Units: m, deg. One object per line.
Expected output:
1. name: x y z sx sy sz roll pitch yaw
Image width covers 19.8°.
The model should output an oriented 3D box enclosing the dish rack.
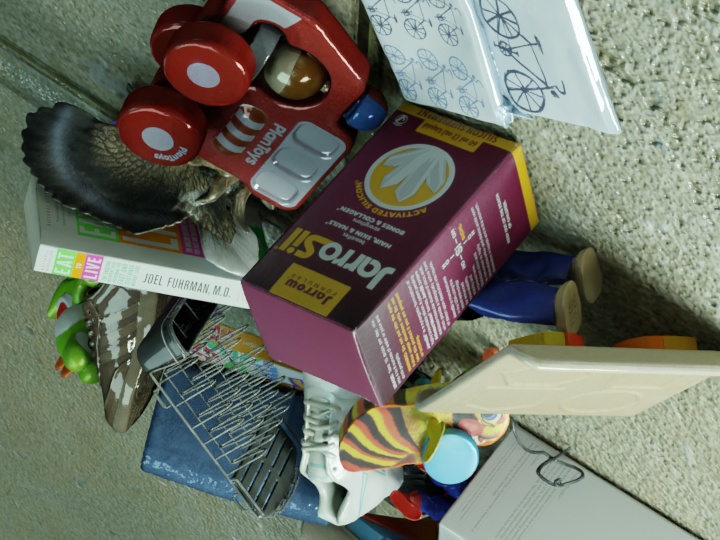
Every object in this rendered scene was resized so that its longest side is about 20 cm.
1. dish rack: -0.105 0.105 1.735 0.054 0.154 0.200 -29 104 23

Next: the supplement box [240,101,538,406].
1. supplement box: 0.023 -0.014 1.473 0.110 0.200 0.086 23 148 34

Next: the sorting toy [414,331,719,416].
1. sorting toy: 0.158 0.076 1.518 0.184 0.037 0.200 3 166 -21

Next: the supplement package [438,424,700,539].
1. supplement package: 0.179 0.251 1.762 0.200 0.121 0.120 32 153 20

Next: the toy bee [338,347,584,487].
1. toy bee: 0.081 0.114 1.717 0.131 0.199 0.109 -136 44 -61

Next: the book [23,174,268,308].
1. book: -0.176 -0.023 1.716 0.199 0.134 0.048 10 117 -18

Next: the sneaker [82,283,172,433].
1. sneaker: -0.211 0.047 1.834 0.075 0.070 0.201 22 117 13

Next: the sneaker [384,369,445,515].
1. sneaker: 0.047 0.156 1.849 0.082 0.073 0.200 16 145 38

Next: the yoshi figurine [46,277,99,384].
1. yoshi figurine: -0.234 0.026 1.942 0.112 0.200 0.112 9 123 -10

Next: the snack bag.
1. snack bag: 0.075 -0.169 1.371 0.199 0.021 0.189 18 145 39

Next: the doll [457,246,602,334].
1. doll: 0.072 0.012 1.532 0.199 0.137 0.049 4 130 30

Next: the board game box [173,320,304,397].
1. board game box: -0.078 0.094 1.896 0.199 0.030 0.096 16 156 -7

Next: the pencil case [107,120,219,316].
1. pencil case: -0.190 -0.039 1.855 0.200 0.084 0.086 57 -177 -31

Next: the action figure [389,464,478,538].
1. action figure: 0.083 0.206 1.837 0.052 0.066 0.200 34 -178 19

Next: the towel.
1. towel: -0.095 0.160 1.877 0.199 0.112 0.049 17 157 -2

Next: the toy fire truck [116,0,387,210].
1. toy fire truck: -0.071 -0.135 1.513 0.167 0.112 0.200 28 140 -15

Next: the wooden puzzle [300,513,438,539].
1. wooden puzzle: 0.068 0.272 1.893 0.185 0.037 0.200 36 -161 37

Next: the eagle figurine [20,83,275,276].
1. eagle figurine: -0.158 -0.089 1.701 0.199 0.151 0.152 3 147 36

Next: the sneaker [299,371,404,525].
1. sneaker: -0.018 0.137 1.774 0.070 0.080 0.201 16 135 39
